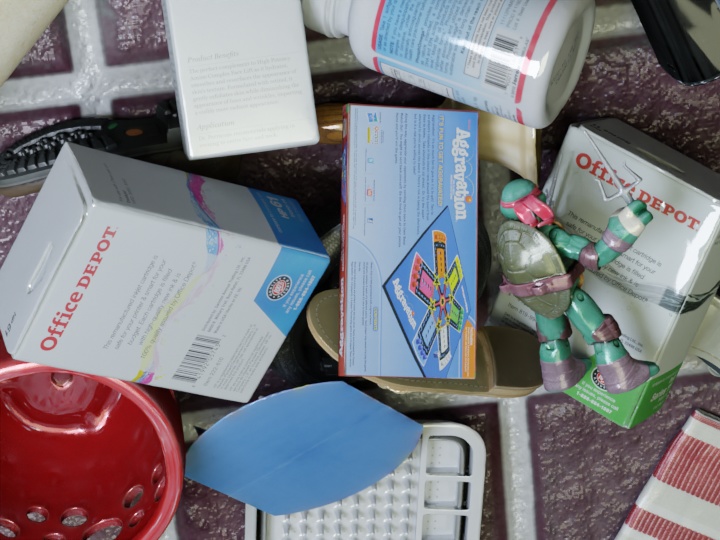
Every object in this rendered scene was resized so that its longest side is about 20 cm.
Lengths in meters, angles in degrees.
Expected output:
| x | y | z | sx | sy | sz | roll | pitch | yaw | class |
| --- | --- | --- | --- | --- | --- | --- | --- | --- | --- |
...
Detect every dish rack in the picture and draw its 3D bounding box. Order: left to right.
| x | y | z | sx | sy | sz | roll | pitch | yaw | class |
| --- | --- | --- | --- | --- | --- | --- | --- | --- | --- |
| 0.001 | 0.196 | 1.806 | 0.200 | 0.044 | 0.172 | 0 | 116 | -7 | dish rack |

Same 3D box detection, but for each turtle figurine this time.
| x | y | z | sx | sy | sz | roll | pitch | yaw | class |
| --- | --- | --- | --- | --- | --- | --- | --- | --- | --- |
| 0.149 | -0.006 | 1.591 | 0.101 | 0.150 | 0.200 | -26 | 109 | -23 | turtle figurine |

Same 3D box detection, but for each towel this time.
| x | y | z | sx | sy | sz | roll | pitch | yaw | class |
| --- | --- | --- | --- | --- | --- | --- | --- | --- | --- |
| 0.302 | 0.227 | 1.867 | 0.144 | 0.023 | 0.200 | 23 | 109 | -14 | towel |

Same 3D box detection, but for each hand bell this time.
| x | y | z | sx | sy | sz | roll | pitch | yaw | class |
| --- | --- | --- | --- | --- | --- | --- | --- | --- | --- |
| 0.039 | -0.115 | 1.657 | 0.200 | 0.104 | 0.104 | 0 | 116 | 8 | hand bell |

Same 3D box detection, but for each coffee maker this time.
| x | y | z | sx | sy | sz | roll | pitch | yaw | class |
| --- | --- | --- | --- | --- | --- | --- | --- | --- | --- |
| 0.223 | -0.246 | 1.591 | 0.192 | 0.135 | 0.200 | -19 | 116 | 25 | coffee maker |

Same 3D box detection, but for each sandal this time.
| x | y | z | sx | sy | sz | roll | pitch | yaw | class |
| --- | --- | --- | --- | --- | --- | --- | --- | --- | --- |
| 0.040 | 0.073 | 1.641 | 0.211 | 0.078 | 0.070 | 11 | 147 | -26 | sandal |

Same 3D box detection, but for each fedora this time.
| x | y | z | sx | sy | sz | roll | pitch | yaw | class |
| --- | --- | --- | --- | --- | --- | --- | --- | --- | --- |
| 0.000 | 0.000 | 1.673 | 0.200 | 0.092 | 0.201 | -16 | 135 | -16 | fedora |

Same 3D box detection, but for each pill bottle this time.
| x | y | z | sx | sy | sz | roll | pitch | yaw | class |
| --- | --- | --- | --- | --- | --- | --- | --- | --- | --- |
| 0.063 | -0.185 | 1.566 | 0.200 | 0.109 | 0.109 | 22 | 114 | 16 | pill bottle |

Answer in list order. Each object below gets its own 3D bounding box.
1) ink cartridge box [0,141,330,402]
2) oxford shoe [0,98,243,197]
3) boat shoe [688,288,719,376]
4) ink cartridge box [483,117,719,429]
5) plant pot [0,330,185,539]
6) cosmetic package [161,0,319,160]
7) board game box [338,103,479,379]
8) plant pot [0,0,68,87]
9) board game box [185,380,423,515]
| x | y | z | sx | sy | sz | roll | pitch | yaw | class |
| --- | --- | --- | --- | --- | --- | --- | --- | --- | --- |
| -0.147 | 0.004 | 1.544 | 0.200 | 0.085 | 0.145 | 13 | 121 | -34 | ink cartridge box |
| -0.187 | -0.074 | 1.644 | 0.200 | 0.073 | 0.085 | -9 | 121 | -1 | oxford shoe |
| 0.312 | 0.061 | 1.768 | 0.200 | 0.062 | 0.075 | 29 | 111 | -15 | boat shoe |
| 0.203 | -0.002 | 1.679 | 0.147 | 0.083 | 0.200 | 32 | 114 | 22 | ink cartridge box |
| -0.239 | 0.116 | 1.663 | 0.200 | 0.183 | 0.201 | -3 | 115 | -6 | plant pot |
| -0.094 | -0.186 | 1.568 | 0.102 | 0.074 | 0.200 | -8 | 95 | -7 | cosmetic package |
| 0.036 | -0.021 | 1.578 | 0.103 | 0.019 | 0.200 | 2 | 85 | -14 | board game box |
| -0.303 | -0.195 | 1.520 | 0.183 | 0.200 | 0.200 | -44 | 112 | 2 | plant pot |
| -0.049 | 0.128 | 1.702 | 0.158 | 0.039 | 0.200 | -32 | 145 | 21 | board game box |
